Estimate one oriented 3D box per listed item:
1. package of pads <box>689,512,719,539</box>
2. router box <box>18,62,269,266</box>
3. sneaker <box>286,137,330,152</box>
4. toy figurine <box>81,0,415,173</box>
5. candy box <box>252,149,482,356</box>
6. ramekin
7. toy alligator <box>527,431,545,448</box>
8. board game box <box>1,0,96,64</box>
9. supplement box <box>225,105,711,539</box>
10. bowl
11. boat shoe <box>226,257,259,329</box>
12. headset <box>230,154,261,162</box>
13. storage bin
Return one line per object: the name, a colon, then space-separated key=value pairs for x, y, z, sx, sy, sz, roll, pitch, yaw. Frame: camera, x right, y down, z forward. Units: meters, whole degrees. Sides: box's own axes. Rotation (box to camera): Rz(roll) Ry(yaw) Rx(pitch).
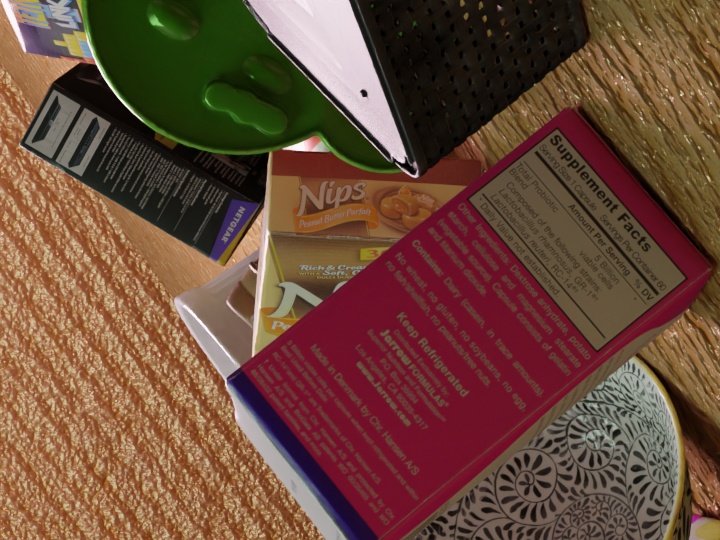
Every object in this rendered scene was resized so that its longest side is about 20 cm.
package of pads: x=0.230 y=0.217 z=1.293 sx=0.155 sy=0.068 sz=0.200 roll=53 pitch=172 yaw=-7
router box: x=-0.132 y=-0.086 z=1.595 sx=0.157 sy=0.052 sz=0.200 roll=31 pitch=-164 yaw=-1
sneaker: x=-0.014 y=-0.074 z=1.415 sx=0.094 sy=0.070 sz=0.200 roll=64 pitch=174 yaw=9
toy figurine: x=-0.043 y=-0.139 z=1.185 sx=0.200 sy=0.150 sz=0.184 roll=29 pitch=-169 yaw=-12
candy box: x=0.000 y=0.000 z=1.320 sx=0.200 sy=0.115 sz=0.055 roll=102 pitch=170 yaw=-66
ramekin: x=-0.034 y=0.071 z=1.657 sx=0.201 sy=0.098 sz=0.200 roll=51 pitch=171 yaw=11
toy alligator: x=0.077 y=0.080 z=1.366 sx=0.059 sy=0.200 sz=0.054 roll=22 pitch=-143 yaw=-6
board game box: x=-0.141 y=-0.213 z=1.161 sx=0.057 sy=0.166 sz=0.200 roll=11 pitch=166 yaw=3
supplement box: x=0.048 y=0.034 z=1.050 sx=0.103 sy=0.200 sz=0.101 roll=51 pitch=171 yaw=10
bowl: x=0.108 y=0.142 z=1.278 sx=0.094 sy=0.201 sz=0.201 roll=39 pitch=-177 yaw=-45
boat shoe: x=-0.010 y=0.067 z=1.472 sx=0.200 sy=0.072 sz=0.076 roll=51 pitch=178 yaw=-16
headset: x=-0.105 y=-0.162 z=1.561 sx=0.200 sy=0.094 sz=0.124 roll=65 pitch=-178 yaw=20
storage bin: x=0.001 y=-0.146 z=0.907 sx=0.135 sy=0.094 sz=0.200 roll=47 pitch=169 yaw=30
